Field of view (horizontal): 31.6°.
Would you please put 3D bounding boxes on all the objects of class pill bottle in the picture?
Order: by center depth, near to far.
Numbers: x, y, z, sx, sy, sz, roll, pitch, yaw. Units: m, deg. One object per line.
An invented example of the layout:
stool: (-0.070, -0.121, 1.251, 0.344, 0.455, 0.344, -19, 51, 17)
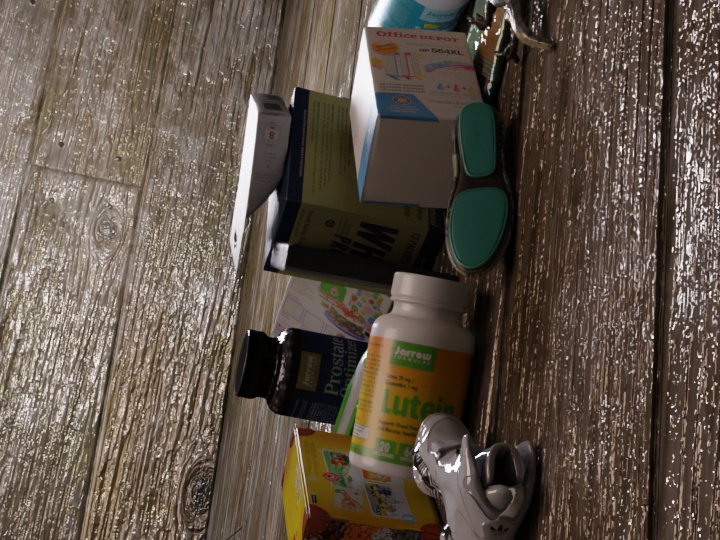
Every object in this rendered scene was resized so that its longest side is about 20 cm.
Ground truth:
pill bottle: (0.058, 0.108, 1.305, 0.111, 0.109, 0.203, 176, 104, -78)
pill bottle: (0.084, -0.354, 1.613, 0.200, 0.109, 0.112, 121, 157, -62)
pill bottle: (-0.056, 0.136, 1.625, 0.112, 0.197, 0.114, -169, 90, -79)

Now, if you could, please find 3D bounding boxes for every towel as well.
towel: (0.151, -0.297, 1.449, 0.147, 0.021, 0.203, -117, 39, -73)

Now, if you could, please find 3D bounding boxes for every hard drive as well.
hard drive: (0.000, 0.000, 1.470, 0.139, 0.197, 0.033, -165, 86, -79)

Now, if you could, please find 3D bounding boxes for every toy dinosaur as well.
toy dinosaur: (0.153, -0.271, 1.321, 0.089, 0.047, 0.202, 114, 153, -47)

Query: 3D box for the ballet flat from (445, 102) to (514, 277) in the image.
ballet flat: (0.125, -0.074, 1.299, 0.074, 0.073, 0.203, 122, 158, -61)

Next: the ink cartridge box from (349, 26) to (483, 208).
ink cartridge box: (0.060, -0.185, 1.463, 0.202, 0.126, 0.126, -98, 14, -46)

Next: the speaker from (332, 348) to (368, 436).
speaker: (0.018, 0.178, 1.505, 0.089, 0.087, 0.202, -95, 19, -54)

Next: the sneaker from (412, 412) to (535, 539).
sneaker: (0.103, 0.174, 1.123, 0.201, 0.074, 0.116, -103, 26, -53)

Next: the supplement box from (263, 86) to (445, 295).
supplement box: (-0.008, -0.096, 1.599, 0.135, 0.197, 0.202, 114, 163, -47)

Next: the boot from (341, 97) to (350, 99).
boot: (-0.004, -0.164, 1.881, 0.200, 0.068, 0.177, 9, -83, -73)

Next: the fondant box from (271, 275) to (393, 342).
fondant box: (-0.029, 0.048, 1.707, 0.058, 0.143, 0.201, -47, -14, -41)

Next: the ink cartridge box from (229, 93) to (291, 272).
ink cartridge box: (-0.127, -0.113, 1.609, 0.163, 0.056, 0.203, -118, 32, -73)

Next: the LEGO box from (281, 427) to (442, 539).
LEGO box: (-0.002, 0.258, 1.372, 0.200, 0.147, 0.078, -108, 31, -69)
